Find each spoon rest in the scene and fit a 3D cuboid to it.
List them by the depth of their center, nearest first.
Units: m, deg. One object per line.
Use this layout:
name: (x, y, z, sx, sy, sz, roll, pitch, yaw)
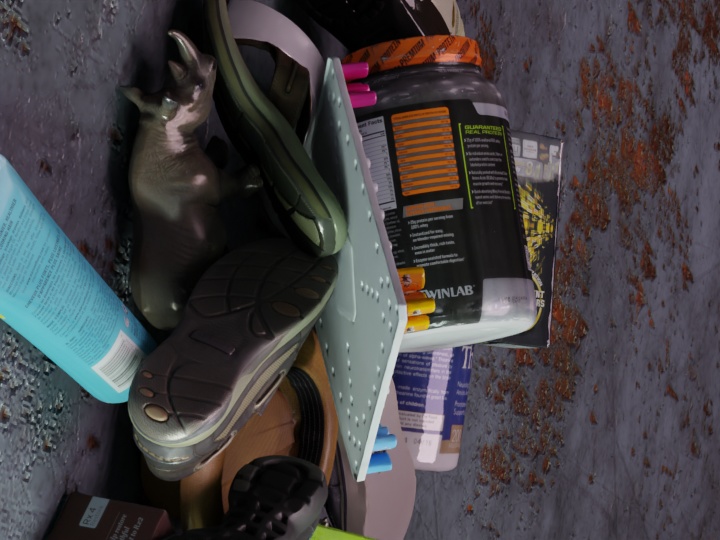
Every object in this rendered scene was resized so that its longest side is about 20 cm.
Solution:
spoon rest: (-0.047, -0.101, 1.691, 0.200, 0.061, 0.099, 72, 31, -47)

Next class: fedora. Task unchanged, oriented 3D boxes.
fedora: (-0.088, 0.117, 1.631, 0.201, 0.082, 0.201, -31, 125, -57)

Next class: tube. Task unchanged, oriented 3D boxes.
tube: (-0.177, 0.014, 1.417, 0.200, 0.050, 0.077, 55, 44, -56)

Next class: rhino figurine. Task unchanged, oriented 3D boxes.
rhino figurine: (-0.109, -0.054, 1.537, 0.087, 0.060, 0.200, -21, 118, -39)

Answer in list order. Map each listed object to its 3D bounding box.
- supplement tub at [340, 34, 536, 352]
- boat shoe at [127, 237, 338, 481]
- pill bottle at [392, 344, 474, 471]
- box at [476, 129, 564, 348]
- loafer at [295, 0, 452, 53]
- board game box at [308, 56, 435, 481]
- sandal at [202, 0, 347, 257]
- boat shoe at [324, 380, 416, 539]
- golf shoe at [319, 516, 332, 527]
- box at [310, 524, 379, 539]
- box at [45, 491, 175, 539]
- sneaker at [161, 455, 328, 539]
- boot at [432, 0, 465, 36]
supplement tub: (0.047, -0.051, 1.657, 0.123, 0.123, 0.200, 16, 65, -69)
boat shoe: (-0.082, 0.053, 1.512, 0.200, 0.074, 0.073, -46, 157, -42)
pill bottle: (0.033, 0.048, 1.880, 0.111, 0.111, 0.200, 8, 90, -69)
box: (0.062, -0.029, 1.795, 0.200, 0.049, 0.161, 8, 83, -42)
loafer: (0.004, -0.199, 1.739, 0.200, 0.073, 0.071, 55, 25, -32)
board game box: (0.000, 0.000, 1.557, 0.200, 0.026, 0.200, 103, -23, -54)
sandal: (-0.050, -0.097, 1.566, 0.201, 0.057, 0.080, 60, -15, 21)
boat shoe: (-0.019, 0.132, 1.795, 0.075, 0.093, 0.200, -44, 143, -37)
golf shoe: (-0.073, 0.238, 1.727, 0.200, 0.077, 0.088, -31, 133, -63)
box: (-0.023, 0.268, 1.582, 0.048, 0.122, 0.200, 38, 66, -63)
box: (-0.144, 0.239, 1.542, 0.200, 0.075, 0.100, 71, 34, -47)
sneaker: (-0.075, 0.189, 1.502, 0.200, 0.075, 0.079, -39, 141, -55)
boot: (0.027, -0.192, 1.839, 0.200, 0.072, 0.155, -66, 155, -49)
